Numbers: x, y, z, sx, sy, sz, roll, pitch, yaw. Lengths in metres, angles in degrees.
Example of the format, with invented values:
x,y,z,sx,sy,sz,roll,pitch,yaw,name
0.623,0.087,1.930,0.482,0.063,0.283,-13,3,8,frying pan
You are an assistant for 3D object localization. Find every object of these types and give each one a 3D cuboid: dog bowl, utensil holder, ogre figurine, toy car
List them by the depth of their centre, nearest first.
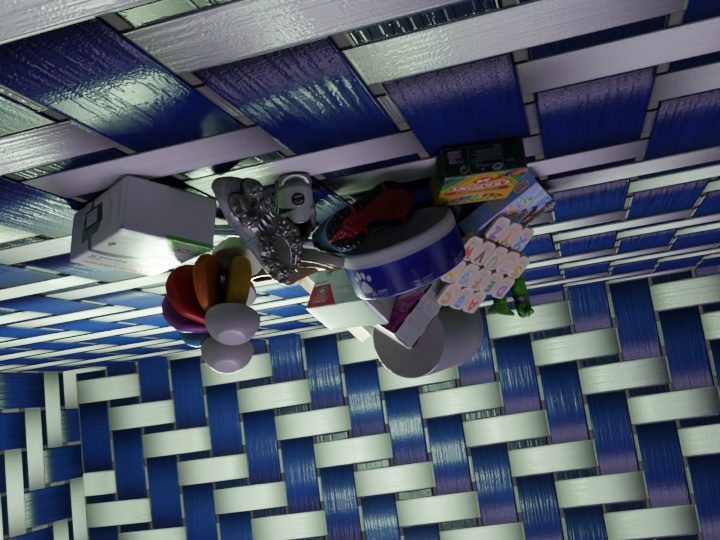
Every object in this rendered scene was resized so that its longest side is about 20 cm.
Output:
x,y,z,sx,sy,sz,roll,pitch,yaw,name
-0.233,0.052,1.266,0.149,0.176,0.200,6,142,-12,toy car
0.069,-0.031,1.338,0.199,0.079,0.200,-21,-165,6,dog bowl
0.247,0.022,1.575,0.199,0.121,0.098,10,-179,7,ogre figurine
0.139,0.126,1.647,0.169,0.171,0.200,-13,177,27,utensil holder

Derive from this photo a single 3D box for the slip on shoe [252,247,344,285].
x,y,z,sx,sy,sz,roll,pitch,yaw,name
-0.109,-0.005,1.316,0.199,0.061,0.076,5,176,34,slip on shoe

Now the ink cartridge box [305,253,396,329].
x,y,z,sx,sy,sz,roll,pitch,yaw,name
0.000,0.000,1.512,0.145,0.201,0.083,-11,139,38,ink cartridge box

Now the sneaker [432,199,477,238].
x,y,z,sx,sy,sz,roll,pitch,yaw,name
0.181,-0.107,1.482,0.082,0.073,0.200,-30,162,-5,sneaker

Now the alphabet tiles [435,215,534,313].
x,y,z,sx,sy,sz,roll,pitch,yaw,name
0.225,-0.006,1.454,0.200,0.015,0.196,17,116,-46,alphabet tiles

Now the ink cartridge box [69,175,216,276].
x,y,z,sx,sy,sz,roll,pitch,yaw,name
-0.329,-0.060,1.218,0.145,0.084,0.200,13,160,-37,ink cartridge box

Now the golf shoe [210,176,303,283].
x,y,z,sx,sy,sz,roll,pitch,yaw,name
-0.154,-0.067,1.216,0.097,0.200,0.078,25,-119,42,golf shoe

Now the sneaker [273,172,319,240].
x,y,z,sx,sy,sz,roll,pitch,yaw,name
-0.105,-0.087,1.302,0.074,0.089,0.200,-9,172,-2,sneaker

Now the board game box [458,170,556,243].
x,y,z,sx,sy,sz,roll,pitch,yaw,name
0.270,-0.105,1.475,0.151,0.037,0.200,-39,160,15,board game box

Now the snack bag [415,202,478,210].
x,y,z,sx,sy,sz,roll,pitch,yaw,name
0.127,-0.096,1.631,0.188,0.022,0.200,-8,171,-5,snack bag

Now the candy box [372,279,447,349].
x,y,z,sx,sy,sz,roll,pitch,yaw,name
0.098,0.030,1.508,0.061,0.200,0.136,43,171,-37,candy box

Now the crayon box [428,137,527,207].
x,y,z,sx,sy,sz,roll,pitch,yaw,name
0.180,-0.147,1.286,0.126,0.051,0.200,-8,171,-1,crayon box

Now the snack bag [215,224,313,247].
x,y,z,sx,sy,sz,roll,pitch,yaw,name
-0.145,-0.057,1.434,0.199,0.022,0.188,7,179,35,snack bag

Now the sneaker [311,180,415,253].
x,y,z,sx,sy,sz,roll,pitch,yaw,name
0.000,-0.087,1.326,0.200,0.080,0.095,-26,-174,-35,sneaker

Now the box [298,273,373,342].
x,y,z,sx,sy,sz,roll,pitch,yaw,name
-0.024,0.044,1.738,0.106,0.200,0.152,-47,178,-12,box
